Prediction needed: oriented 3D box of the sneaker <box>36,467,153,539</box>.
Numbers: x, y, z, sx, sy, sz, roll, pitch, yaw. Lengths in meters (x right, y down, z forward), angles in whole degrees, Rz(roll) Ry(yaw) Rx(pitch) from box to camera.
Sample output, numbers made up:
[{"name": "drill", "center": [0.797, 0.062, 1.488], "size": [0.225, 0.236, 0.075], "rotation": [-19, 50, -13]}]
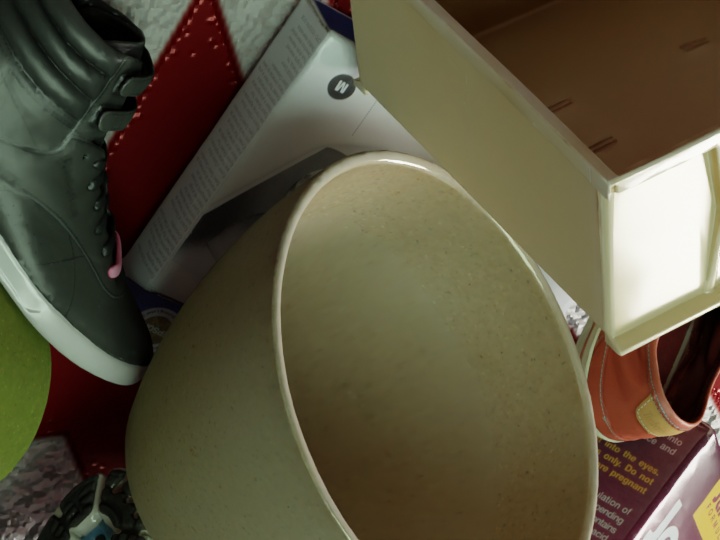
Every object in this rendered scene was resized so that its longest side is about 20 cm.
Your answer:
[{"name": "sneaker", "center": [-0.131, 0.188, 1.123], "size": [0.200, 0.078, 0.090], "rotation": [-49, 133, 7]}]

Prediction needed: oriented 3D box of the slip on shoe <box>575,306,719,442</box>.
[{"name": "slip on shoe", "center": [0.158, -0.013, 1.132], "size": [0.074, 0.061, 0.201], "rotation": [36, 72, -40]}]

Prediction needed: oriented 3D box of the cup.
[{"name": "cup", "center": [-0.015, 0.069, 1.057], "size": [0.143, 0.201, 0.200], "rotation": [-24, 136, 37]}]

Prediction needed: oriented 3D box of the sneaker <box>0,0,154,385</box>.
[{"name": "sneaker", "center": [-0.114, -0.043, 1.039], "size": [0.099, 0.071, 0.201], "rotation": [-29, 118, 6]}]

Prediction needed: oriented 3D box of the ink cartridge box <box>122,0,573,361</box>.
[{"name": "ink cartridge box", "center": [0.000, 0.000, 1.141], "size": [0.199, 0.041, 0.200], "rotation": [24, 114, -32]}]

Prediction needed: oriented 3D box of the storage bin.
[{"name": "storage bin", "center": [0.122, -0.093, 0.992], "size": [0.198, 0.200, 0.094], "rotation": [-26, 136, -19]}]

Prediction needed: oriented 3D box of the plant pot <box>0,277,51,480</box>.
[{"name": "plant pot", "center": [-0.228, 0.027, 1.007], "size": [0.187, 0.188, 0.199], "rotation": [-48, 139, 17]}]

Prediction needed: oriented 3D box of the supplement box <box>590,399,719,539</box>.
[{"name": "supplement box", "center": [0.083, 0.158, 1.182], "size": [0.200, 0.103, 0.131], "rotation": [-51, 145, -16]}]
